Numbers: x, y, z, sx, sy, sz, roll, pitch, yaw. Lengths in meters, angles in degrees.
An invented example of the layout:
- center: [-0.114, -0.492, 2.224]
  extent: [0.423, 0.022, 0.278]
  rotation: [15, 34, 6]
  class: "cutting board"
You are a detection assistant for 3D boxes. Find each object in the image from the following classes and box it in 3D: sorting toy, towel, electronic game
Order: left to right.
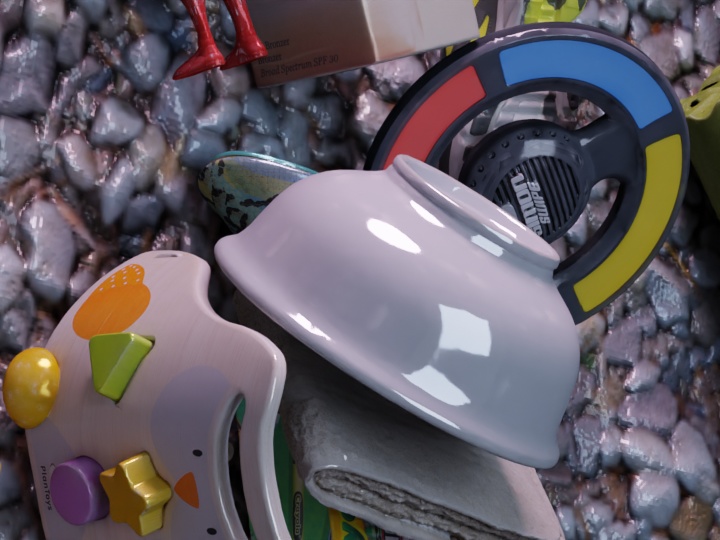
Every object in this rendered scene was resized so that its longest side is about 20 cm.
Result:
- center: [-0.078, 0.097, 1.361]
  extent: [0.107, 0.180, 0.200]
  rotation: [-15, 98, -34]
  class: "sorting toy"
- center: [0.020, 0.082, 1.435]
  extent: [0.200, 0.034, 0.133]
  rotation: [26, 29, -43]
  class: "towel"
- center: [0.093, -0.047, 1.582]
  extent: [0.200, 0.042, 0.200]
  rotation: [-10, 122, -17]
  class: "electronic game"

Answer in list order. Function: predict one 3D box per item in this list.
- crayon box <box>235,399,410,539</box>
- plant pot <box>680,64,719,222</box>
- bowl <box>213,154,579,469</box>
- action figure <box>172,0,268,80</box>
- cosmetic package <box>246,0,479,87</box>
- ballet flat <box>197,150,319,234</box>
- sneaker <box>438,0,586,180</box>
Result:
- center: [0.001, 0.147, 1.495]
  extent: [0.119, 0.058, 0.200]
  rotation: [9, 69, -50]
  class: "crayon box"
- center: [0.293, -0.054, 1.747]
  extent: [0.200, 0.200, 0.190]
  rotation: [-41, 98, -37]
  class: "plant pot"
- center: [0.035, 0.006, 1.383]
  extent: [0.201, 0.201, 0.090]
  rotation: [27, 100, -37]
  class: "bowl"
- center: [-0.106, -0.200, 1.478]
  extent: [0.065, 0.052, 0.200]
  rotation: [-17, 91, -47]
  class: "action figure"
- center: [-0.018, -0.208, 1.522]
  extent: [0.087, 0.103, 0.200]
  rotation: [-17, 95, -43]
  class: "cosmetic package"
- center: [0.000, 0.000, 1.514]
  extent: [0.200, 0.074, 0.074]
  rotation: [22, 70, -23]
  class: "ballet flat"
- center: [0.082, -0.130, 1.625]
  extent: [0.074, 0.085, 0.200]
  rotation: [10, 100, -35]
  class: "sneaker"
